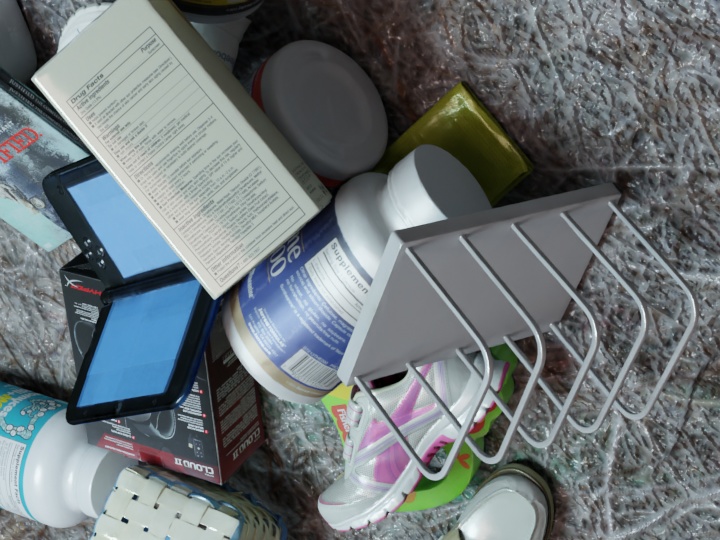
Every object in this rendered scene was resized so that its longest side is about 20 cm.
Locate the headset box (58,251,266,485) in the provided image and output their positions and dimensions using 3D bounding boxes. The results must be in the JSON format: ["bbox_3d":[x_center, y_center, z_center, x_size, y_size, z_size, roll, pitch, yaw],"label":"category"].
[{"bbox_3d":[-0.167,0.083,1.654,0.148,0.077,0.202,13,125,29],"label":"headset box"}]

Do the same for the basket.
[{"bbox_3d":[-0.150,0.252,1.702,0.175,0.200,0.140,20,83,22],"label":"basket"}]

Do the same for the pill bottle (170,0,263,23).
[{"bbox_3d":[-0.101,-0.284,1.352,0.111,0.112,0.201,30,130,15],"label":"pill bottle"}]

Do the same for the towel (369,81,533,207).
[{"bbox_3d":[0.033,-0.047,1.442,0.086,0.018,0.200,48,119,-1],"label":"towel"}]

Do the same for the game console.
[{"bbox_3d":[-0.188,0.009,1.459,0.199,0.118,0.172,-14,112,54],"label":"game console"}]

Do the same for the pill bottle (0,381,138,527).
[{"bbox_3d":[-0.301,0.170,1.772,0.198,0.111,0.112,14,125,30],"label":"pill bottle"}]

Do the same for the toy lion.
[{"bbox_3d":[0.042,0.099,1.538,0.190,0.069,0.202,-9,113,30],"label":"toy lion"}]

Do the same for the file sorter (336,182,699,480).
[{"bbox_3d":[0.112,0.045,1.331,0.125,0.199,0.140,52,139,32],"label":"file sorter"}]

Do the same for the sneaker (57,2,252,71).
[{"bbox_3d":[-0.170,-0.159,1.479,0.199,0.088,0.074,-6,157,45],"label":"sneaker"}]

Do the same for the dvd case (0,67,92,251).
[{"bbox_3d":[-0.297,-0.101,1.611,0.200,0.022,0.145,39,137,-25],"label":"dvd case"}]

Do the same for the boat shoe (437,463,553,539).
[{"bbox_3d":[0.095,0.240,1.578,0.074,0.068,0.201,36,132,10],"label":"boat shoe"}]

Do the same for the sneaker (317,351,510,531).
[{"bbox_3d":[0.024,0.116,1.482,0.088,0.081,0.200,40,113,-3],"label":"sneaker"}]

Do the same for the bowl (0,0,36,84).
[{"bbox_3d":[-0.386,-0.216,1.619,0.199,0.075,0.201,-13,111,37],"label":"bowl"}]

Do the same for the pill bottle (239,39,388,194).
[{"bbox_3d":[-0.079,-0.080,1.466,0.112,0.111,0.200,51,133,-4],"label":"pill bottle"}]

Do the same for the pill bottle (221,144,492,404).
[{"bbox_3d":[0.000,0.000,1.400,0.200,0.111,0.111,-40,92,28],"label":"pill bottle"}]

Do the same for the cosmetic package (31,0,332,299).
[{"bbox_3d":[-0.122,-0.092,1.339,0.105,0.071,0.201,-38,93,11],"label":"cosmetic package"}]
